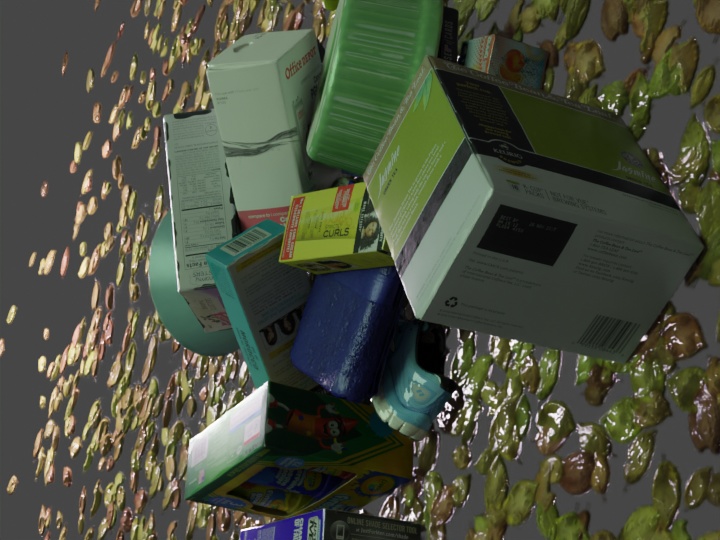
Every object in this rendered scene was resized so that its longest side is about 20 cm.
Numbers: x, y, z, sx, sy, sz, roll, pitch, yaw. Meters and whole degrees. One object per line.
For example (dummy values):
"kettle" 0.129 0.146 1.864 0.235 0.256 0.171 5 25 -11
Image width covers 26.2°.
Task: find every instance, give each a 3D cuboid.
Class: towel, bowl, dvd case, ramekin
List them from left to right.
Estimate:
"bowl" -0.144 0.000 1.844 0.105 0.200 0.202 -5 72 43
"towel" 0.002 0.020 1.514 0.148 0.049 0.201 30 101 62
"ramekin" 0.011 -0.189 1.548 0.200 0.097 0.201 -168 90 -84
"dvd case" 0.063 -0.143 1.558 0.151 0.025 0.200 -85 9 -49

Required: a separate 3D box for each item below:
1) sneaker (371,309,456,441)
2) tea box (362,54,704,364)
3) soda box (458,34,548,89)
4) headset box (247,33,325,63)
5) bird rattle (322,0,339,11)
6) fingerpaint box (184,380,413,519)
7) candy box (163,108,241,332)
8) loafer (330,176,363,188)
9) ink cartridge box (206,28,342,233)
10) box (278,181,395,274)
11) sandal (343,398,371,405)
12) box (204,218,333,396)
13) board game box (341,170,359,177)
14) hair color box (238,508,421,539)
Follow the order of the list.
"sneaker" 0.051 0.074 1.538 0.090 0.078 0.200 -44 42 21
"tea box" 0.134 -0.050 1.255 0.134 0.199 0.197 -61 29 31
"soda box" 0.119 -0.119 1.475 0.068 0.063 0.201 3 80 65
"headset box" -0.088 -0.172 1.829 0.200 0.092 0.175 -114 30 -63
"bird rattle" -0.011 -0.404 1.749 0.113 0.163 0.201 2 71 61
"fingerpaint box" -0.065 0.195 1.581 0.200 0.166 0.074 -38 43 52
"candy box" -0.160 -0.051 1.691 0.168 0.071 0.201 78 -176 -73
"loafer" 0.000 0.000 1.635 0.072 0.063 0.201 25 115 58
"ink cartridge box" -0.086 -0.142 1.640 0.147 0.082 0.201 -57 -40 -64
"box" -0.005 -0.041 1.455 0.200 0.050 0.076 -4 72 60
"sandal" -0.048 0.154 1.702 0.200 0.048 0.076 -22 58 60
"box" -0.085 0.054 1.590 0.049 0.082 0.201 25 140 53
"board game box" 0.021 -0.228 1.759 0.200 0.036 0.152 -51 36 42
"hair color box" -0.035 0.285 1.545 0.200 0.109 0.065 -30 52 57
